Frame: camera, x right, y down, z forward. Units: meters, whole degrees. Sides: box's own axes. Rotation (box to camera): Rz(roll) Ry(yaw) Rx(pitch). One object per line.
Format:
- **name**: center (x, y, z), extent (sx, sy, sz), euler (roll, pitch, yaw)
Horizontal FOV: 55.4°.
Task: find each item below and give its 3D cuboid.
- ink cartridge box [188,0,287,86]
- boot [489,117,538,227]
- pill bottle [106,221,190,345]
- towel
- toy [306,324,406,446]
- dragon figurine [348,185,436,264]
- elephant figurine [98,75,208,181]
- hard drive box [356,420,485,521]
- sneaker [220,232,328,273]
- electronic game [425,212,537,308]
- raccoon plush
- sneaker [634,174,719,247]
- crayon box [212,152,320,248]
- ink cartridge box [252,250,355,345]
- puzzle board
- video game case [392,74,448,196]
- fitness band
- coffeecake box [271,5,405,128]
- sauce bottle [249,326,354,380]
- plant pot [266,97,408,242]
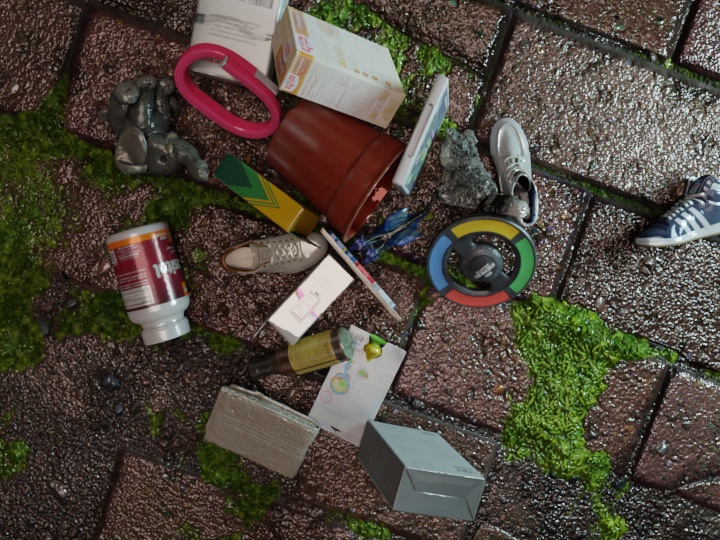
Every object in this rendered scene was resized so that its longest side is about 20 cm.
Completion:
- **ink cartridge box**: center (-0.211, -0.430, 1.201), extent (0.144, 0.083, 0.203), euler (13, 95, -1)
- **boot**: center (0.281, -0.175, 1.222), extent (0.072, 0.096, 0.203), euler (-13, 95, 1)
- **pill bottle**: center (-0.372, 0.023, 1.226), extent (0.111, 0.113, 0.203), euler (-15, 96, 1)
- **towel**: center (-0.187, 0.297, 1.275), extent (0.198, 0.035, 0.134), euler (26, 114, -2)
- **toy**: center (-0.008, 0.211, 1.278), extent (0.114, 0.047, 0.202), euler (25, 100, -1)
- **dragon figurine**: center (0.071, -0.076, 1.226), extent (0.198, 0.099, 0.059), euler (-32, 95, 0)
- **elephant figurine**: center (-0.360, -0.220, 1.189), extent (0.140, 0.155, 0.203), euler (-16, 86, -21)
- **hard drive box**: center (0.100, 0.344, 1.197), extent (0.154, 0.200, 0.078), euler (15, 95, -19)
- **sneaker**: center (-0.155, -0.025, 1.238), extent (0.197, 0.085, 0.074), euler (-12, 94, -2)
- **electronic game**: center (0.215, -0.014, 1.224), extent (0.197, 0.042, 0.202), euler (2, 126, 2)
- **raccoon plush**: center (0.218, -0.175, 1.201), extent (0.198, 0.096, 0.136), euler (14, 101, 29)
- **sneaker**: center (0.584, -0.109, 1.242), extent (0.197, 0.070, 0.110), euler (-13, 100, -6)
- **crayon box**: center (-0.147, -0.118, 1.189), extent (0.199, 0.127, 0.051), euler (37, 94, 8)
- **ink cartridge box**: center (-0.099, 0.060, 1.230), extent (0.067, 0.116, 0.200), euler (44, 94, -3)
- **puzzle board**: center (0.000, 0.000, 1.207), extent (0.017, 0.151, 0.201), euler (-40, 94, 1)
- **video game case**: center (0.106, -0.220, 1.164), extent (0.023, 0.200, 0.184), euler (24, 94, 6)
- **fitness band**: center (-0.223, -0.301, 1.175), extent (0.199, 0.143, 0.038), euler (35, 52, -30)
- **coffeecake box**: center (-0.039, -0.336, 1.137), extent (0.198, 0.155, 0.073), euler (14, 131, -27)
- **sauce bottle**: center (-0.110, 0.155, 1.244), extent (0.197, 0.065, 0.066), euler (-17, 95, 19)
- **plant pot**: center (-0.045, -0.189, 1.180), extent (0.194, 0.201, 0.202), euler (37, 94, 5)
